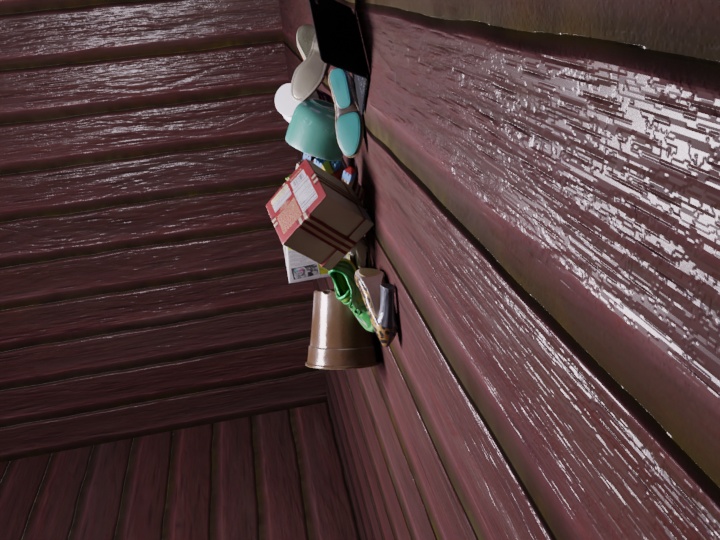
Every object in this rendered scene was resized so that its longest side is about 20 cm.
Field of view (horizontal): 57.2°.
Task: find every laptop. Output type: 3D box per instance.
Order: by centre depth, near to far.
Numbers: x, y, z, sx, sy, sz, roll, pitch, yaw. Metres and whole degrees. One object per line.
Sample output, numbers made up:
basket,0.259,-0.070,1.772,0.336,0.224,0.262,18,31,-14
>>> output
laptop,-0.049,-0.447,1.366,0.200,0.102,0.179,103,157,-70

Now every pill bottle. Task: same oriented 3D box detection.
pill bottle,-0.145,-0.435,1.755,0.200,0.111,0.112,-7,-93,-68

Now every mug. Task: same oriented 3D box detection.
mug,-0.098,-0.360,1.642,0.185,0.151,0.115,-98,27,-65

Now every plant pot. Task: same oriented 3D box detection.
plant pot,-0.050,0.150,1.761,0.200,0.198,0.200,180,88,-82

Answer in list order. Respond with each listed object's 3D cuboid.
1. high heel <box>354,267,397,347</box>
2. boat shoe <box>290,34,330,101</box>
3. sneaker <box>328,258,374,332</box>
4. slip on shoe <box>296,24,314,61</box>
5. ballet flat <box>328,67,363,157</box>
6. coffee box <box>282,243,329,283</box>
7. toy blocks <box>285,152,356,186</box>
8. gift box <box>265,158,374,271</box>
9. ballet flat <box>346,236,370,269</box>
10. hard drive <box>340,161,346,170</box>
high heel,0.028,0.078,1.483,0.200,0.071,0.144,-139,47,-64
boat shoe,-0.110,-0.505,1.633,0.060,0.071,0.201,16,-83,-83
sneaker,-0.020,0.069,1.611,0.074,0.083,0.201,-32,90,38
slip on shoe,-0.146,-0.648,1.973,0.061,0.073,0.201,96,159,-71
ballet flat,-0.024,-0.356,1.488,0.065,0.070,0.202,-25,-71,-69
coffee box,-0.141,-0.109,2.041,0.198,0.198,0.201,96,163,-59
toy blocks,-0.094,-0.244,1.711,0.199,0.100,0.137,35,140,14
gift box,-0.090,-0.140,1.569,0.186,0.184,0.201,29,-153,-41
ballet flat,0.000,0.000,1.664,0.071,0.070,0.202,-170,72,-82
hard drive,-0.054,-0.237,1.883,0.200,0.033,0.141,-112,15,-57
